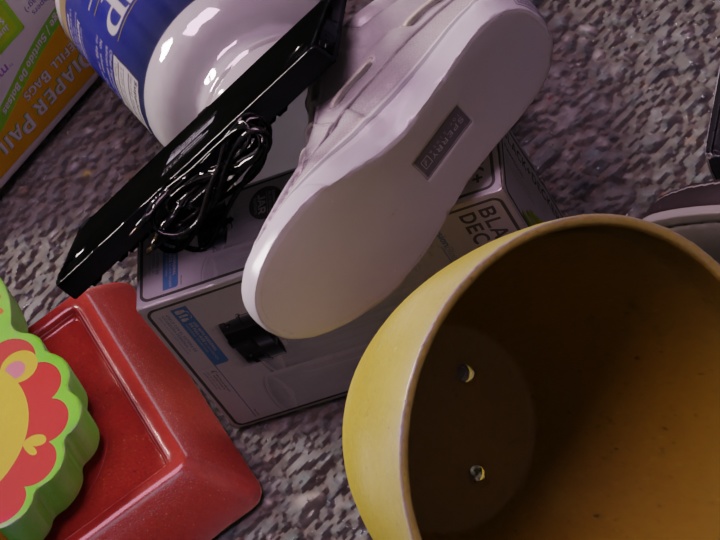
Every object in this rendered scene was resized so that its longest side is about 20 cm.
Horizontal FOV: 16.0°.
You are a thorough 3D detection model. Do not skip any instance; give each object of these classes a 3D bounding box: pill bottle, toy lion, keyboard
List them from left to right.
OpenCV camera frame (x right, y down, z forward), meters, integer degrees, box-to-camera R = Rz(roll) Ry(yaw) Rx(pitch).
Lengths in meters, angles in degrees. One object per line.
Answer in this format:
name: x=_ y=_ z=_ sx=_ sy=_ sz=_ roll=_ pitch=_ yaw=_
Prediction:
toy lion: x=-0.227 y=0.075 z=1.355 sx=0.191 sy=0.069 sz=0.200 roll=-5 pitch=51 yaw=18
keyboard: x=-0.073 y=-0.046 z=1.245 sx=0.200 sy=0.040 sz=0.104 roll=-41 pitch=16 yaw=28
pill bottle: x=-0.080 y=-0.125 z=1.438 sx=0.120 sy=0.120 sz=0.200 roll=-40 pitch=45 yaw=-5

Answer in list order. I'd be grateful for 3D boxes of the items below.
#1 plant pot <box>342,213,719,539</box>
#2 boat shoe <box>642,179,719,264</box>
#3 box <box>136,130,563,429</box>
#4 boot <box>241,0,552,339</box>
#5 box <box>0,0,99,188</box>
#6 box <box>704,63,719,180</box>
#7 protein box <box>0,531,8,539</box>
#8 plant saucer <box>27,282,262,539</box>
plant pot: x=0.071 y=0.076 z=1.156 sx=0.200 sy=0.200 sz=0.142 roll=-53 pitch=22 yaw=-18
boat shoe: x=0.230 y=-0.022 z=1.210 sx=0.201 sy=0.072 sz=0.061 roll=2 pitch=51 yaw=23
box: x=0.000 y=0.000 z=1.290 sx=0.200 sy=0.117 sz=0.060 roll=-17 pitch=47 yaw=16
boot: x=0.001 y=-0.057 z=1.219 sx=0.200 sy=0.074 sz=0.096 roll=-47 pitch=35 yaw=-13
box: x=-0.235 y=-0.137 z=1.542 sx=0.101 sy=0.113 sz=0.200 roll=23 pitch=68 yaw=42
box: x=0.281 y=-0.112 z=1.270 sx=0.200 sy=0.044 sz=0.161 roll=-4 pitch=52 yaw=28
protein box: x=-0.223 y=0.226 z=1.171 sx=0.198 sy=0.200 sz=0.135 roll=-25 pitch=46 yaw=10
plant saucer: x=-0.176 y=0.109 z=1.359 sx=0.199 sy=0.037 sz=0.200 roll=-36 pitch=44 yaw=-1
